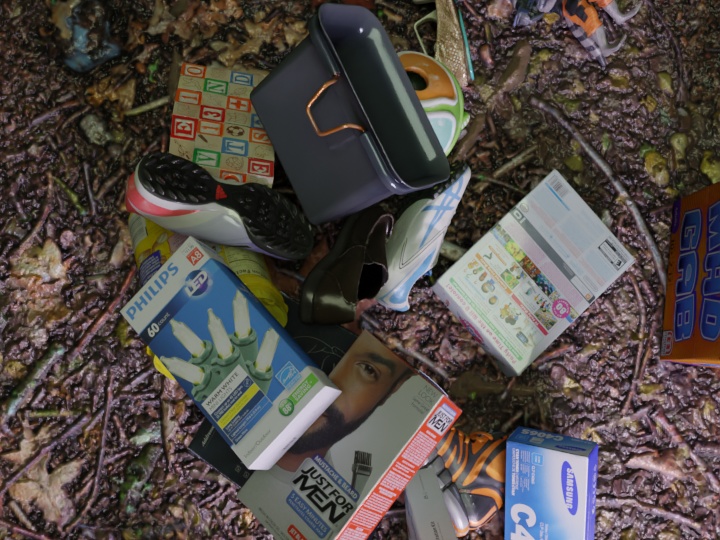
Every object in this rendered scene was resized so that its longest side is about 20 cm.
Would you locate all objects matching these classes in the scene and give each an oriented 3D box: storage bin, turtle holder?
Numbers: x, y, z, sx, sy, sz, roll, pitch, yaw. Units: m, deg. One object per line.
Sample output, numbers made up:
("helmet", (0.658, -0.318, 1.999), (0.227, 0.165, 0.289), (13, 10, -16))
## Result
("storage bin", (-0.024, -0.146, 0.905), (0.133, 0.145, 0.202), (-29, 86, 33))
("turtle holder", (0.026, -0.171, 1.019), (0.183, 0.131, 0.143), (-19, 91, 22))

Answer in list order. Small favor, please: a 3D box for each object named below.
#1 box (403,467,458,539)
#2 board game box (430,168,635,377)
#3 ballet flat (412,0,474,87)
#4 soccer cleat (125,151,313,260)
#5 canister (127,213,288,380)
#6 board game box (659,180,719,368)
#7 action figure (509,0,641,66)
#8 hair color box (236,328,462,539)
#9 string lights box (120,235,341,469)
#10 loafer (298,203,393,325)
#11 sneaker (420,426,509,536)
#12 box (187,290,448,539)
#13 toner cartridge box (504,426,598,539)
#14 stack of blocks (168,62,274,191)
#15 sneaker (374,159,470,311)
("box", (0.083, 0.337, 0.922), (0.040, 0.157, 0.203), (-8, 120, -5))
("board game box", (0.204, 0.004, 1.056), (0.199, 0.064, 0.148), (-41, 87, -9))
("ballet flat", (0.095, -0.323, 1.085), (0.064, 0.070, 0.204), (-8, 81, 9))
("soccer cleat", (-0.141, -0.055, 0.896), (0.197, 0.073, 0.069), (21, 57, -25))
("canister", (-0.174, -0.002, 0.968), (0.147, 0.087, 0.202), (-29, 53, 8))
("board game box", (0.482, 0.016, 1.006), (0.196, 0.200, 0.204), (8, 84, -3))
("action figure", (0.233, -0.322, 1.077), (0.192, 0.105, 0.201), (31, 58, 4))
("hair color box", (-0.011, 0.172, 0.829), (0.110, 0.064, 0.201), (36, 85, 32))
("string lights box", (-0.123, 0.076, 0.828), (0.103, 0.059, 0.200), (-46, 71, 1))
("loafer", (0.000, 0.000, 0.959), (0.070, 0.074, 0.201), (17, 41, 14))
("sneaker", (0.104, 0.195, 1.030), (0.111, 0.078, 0.202), (-26, 80, -21))
("box", (-0.044, 0.164, 0.953), (0.195, 0.124, 0.202), (27, 82, 28))
("toner cartridge box", (0.210, 0.284, 0.983), (0.094, 0.043, 0.204), (6, 105, 30))
("stack of blocks", (-0.154, -0.148, 0.983), (0.113, 0.059, 0.202), (7, 41, -11))
("sneaker", (0.075, -0.044, 1.057), (0.072, 0.071, 0.202), (40, 76, -29))
